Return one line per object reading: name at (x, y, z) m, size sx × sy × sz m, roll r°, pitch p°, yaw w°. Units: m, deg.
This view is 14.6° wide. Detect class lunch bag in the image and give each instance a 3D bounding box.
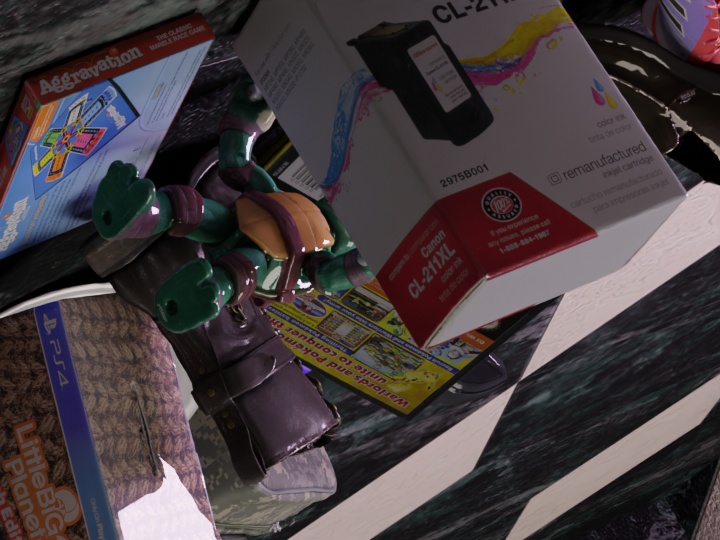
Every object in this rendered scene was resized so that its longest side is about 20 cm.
lunch bag at (-0.132, 0.142, 2.027) m, size 0.168 × 0.139 × 0.200 m, roll -28°, pitch 169°, yaw 13°

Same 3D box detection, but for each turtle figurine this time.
turtle figurine at (-0.044, -0.026, 1.509) m, size 0.200 × 0.150 × 0.101 m, roll -17°, pitch 136°, yaw -48°

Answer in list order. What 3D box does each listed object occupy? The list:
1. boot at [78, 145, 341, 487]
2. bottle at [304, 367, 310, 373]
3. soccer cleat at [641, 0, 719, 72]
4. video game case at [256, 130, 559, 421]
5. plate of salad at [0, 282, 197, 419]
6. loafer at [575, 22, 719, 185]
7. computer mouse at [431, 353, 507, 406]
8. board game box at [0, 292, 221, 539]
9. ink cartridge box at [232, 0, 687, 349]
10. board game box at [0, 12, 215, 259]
boot at (-0.070, 0.028, 1.591) m, size 0.069 × 0.174 × 0.200 m, roll -34°, pitch -175°, yaw 28°
bottle at (0.013, 0.001, 1.964) m, size 0.200 × 0.065 × 0.084 m, roll -32°, pitch 167°, yaw 6°
soccer cleat at (0.216, -0.169, 1.750) m, size 0.068 × 0.073 × 0.200 m, roll -29°, pitch 167°, yaw -3°
video game case at (0.000, 0.000, 1.730) m, size 0.181 × 0.200 × 0.026 m, roll -43°, pitch -154°, yaw 42°
plate of salad at (-0.190, 0.072, 1.783) m, size 0.200 × 0.048 × 0.200 m, roll -16°, pitch 140°, yaw -14°
loafer at (0.174, -0.101, 1.759) m, size 0.200 × 0.071 × 0.073 m, roll 15°, pitch 165°, yaw -26°
computer mouse at (-0.008, 0.046, 1.847) m, size 0.140 × 0.046 × 0.200 m, roll -5°, pitch 148°, yaw 47°
board game box at (-0.201, 0.113, 1.604) m, size 0.200 × 0.160 × 0.097 m, roll -18°, pitch 174°, yaw 30°
ink cartridge box at (0.049, -0.079, 1.456) m, size 0.146 × 0.200 × 0.083 m, roll -22°, pitch 162°, yaw -33°
board game box at (-0.147, -0.065, 1.478) m, size 0.103 × 0.019 × 0.200 m, roll -26°, pitch 166°, yaw -27°
